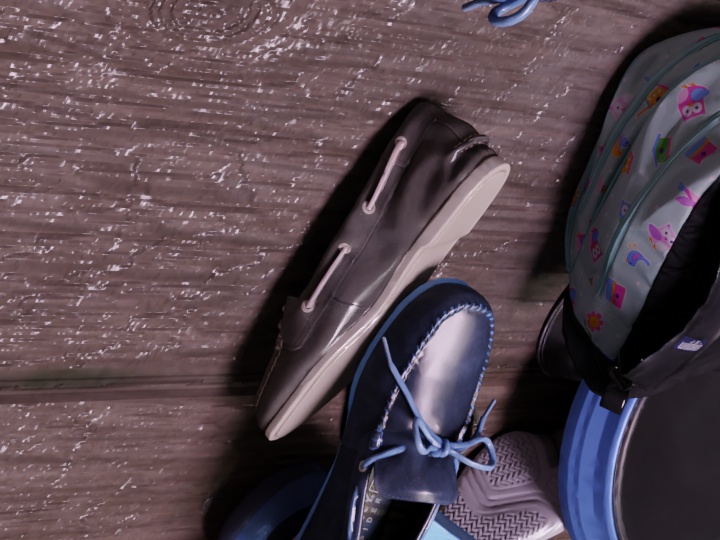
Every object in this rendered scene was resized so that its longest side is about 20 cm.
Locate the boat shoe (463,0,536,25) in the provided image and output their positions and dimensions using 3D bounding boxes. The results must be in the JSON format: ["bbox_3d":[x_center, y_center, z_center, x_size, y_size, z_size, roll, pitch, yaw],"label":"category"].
[{"bbox_3d":[0.060,-0.153,1.257,0.200,0.069,0.084,9,121,-56],"label":"boat shoe"}]

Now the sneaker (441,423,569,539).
[{"bbox_3d":[0.134,0.142,1.731,0.200,0.075,0.114,-35,147,-22],"label":"sneaker"}]

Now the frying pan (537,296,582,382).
[{"bbox_3d":[0.188,0.013,1.690,0.189,0.031,0.115,-24,145,-27],"label":"frying pan"}]

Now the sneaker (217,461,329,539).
[{"bbox_3d":[-0.012,0.171,1.580,0.074,0.082,0.200,-46,147,4],"label":"sneaker"}]

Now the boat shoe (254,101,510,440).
[{"bbox_3d":[0.000,0.000,1.419,0.200,0.057,0.067,-52,163,21],"label":"boat shoe"}]

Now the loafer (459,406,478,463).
[{"bbox_3d":[0.034,0.083,1.544,0.072,0.063,0.200,-36,149,-15],"label":"loafer"}]

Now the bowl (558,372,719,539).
[{"bbox_3d":[0.203,0.100,1.681,0.200,0.039,0.202,-21,122,-38],"label":"bowl"}]

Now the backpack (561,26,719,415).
[{"bbox_3d":[0.194,-0.034,1.532,0.166,0.127,0.201,-20,144,-31],"label":"backpack"}]

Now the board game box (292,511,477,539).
[{"bbox_3d":[-0.009,0.221,1.542,0.200,0.040,0.153,-48,127,5],"label":"board game box"}]

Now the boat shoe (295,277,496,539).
[{"bbox_3d":[0.030,0.104,1.427,0.084,0.069,0.201,4,115,-30],"label":"boat shoe"}]
